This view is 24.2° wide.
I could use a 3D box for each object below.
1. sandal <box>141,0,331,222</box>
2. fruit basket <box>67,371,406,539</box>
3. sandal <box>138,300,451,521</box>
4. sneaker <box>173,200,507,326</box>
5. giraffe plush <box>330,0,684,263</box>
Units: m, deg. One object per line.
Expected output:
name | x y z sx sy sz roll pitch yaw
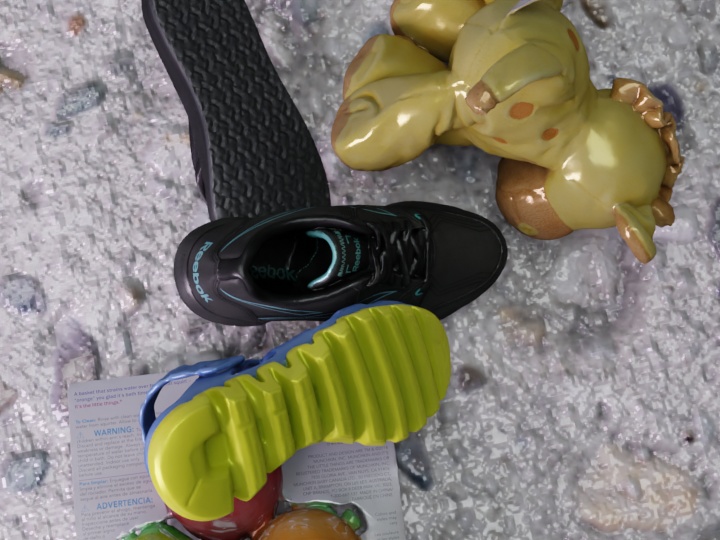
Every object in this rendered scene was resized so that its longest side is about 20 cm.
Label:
sandal | -0.072 -0.082 0.973 0.075 0.048 0.202 -16 85 -24
fruit basket | -0.066 0.149 0.927 0.183 0.094 0.202 -7 64 -2
sandal | -0.040 0.064 0.892 0.198 0.087 0.080 -16 105 -32
sneaker | 0.000 0.000 0.924 0.198 0.079 0.076 -7 89 -24
giraffe plush | 0.104 -0.086 0.938 0.162 0.199 0.173 43 64 -26
